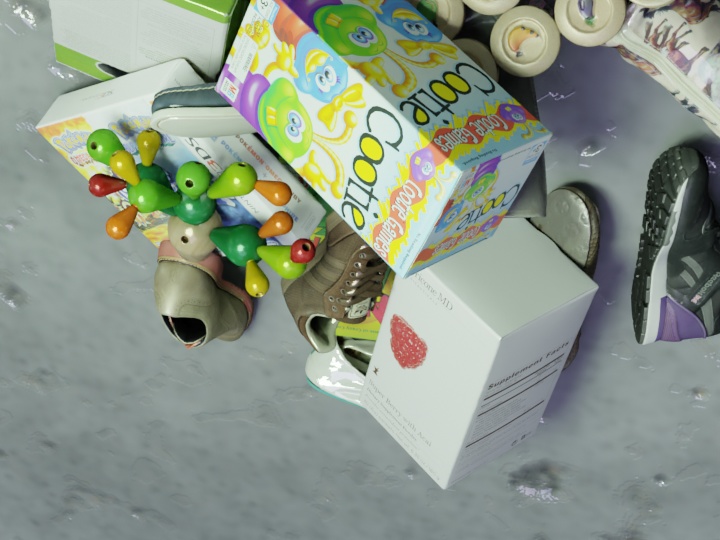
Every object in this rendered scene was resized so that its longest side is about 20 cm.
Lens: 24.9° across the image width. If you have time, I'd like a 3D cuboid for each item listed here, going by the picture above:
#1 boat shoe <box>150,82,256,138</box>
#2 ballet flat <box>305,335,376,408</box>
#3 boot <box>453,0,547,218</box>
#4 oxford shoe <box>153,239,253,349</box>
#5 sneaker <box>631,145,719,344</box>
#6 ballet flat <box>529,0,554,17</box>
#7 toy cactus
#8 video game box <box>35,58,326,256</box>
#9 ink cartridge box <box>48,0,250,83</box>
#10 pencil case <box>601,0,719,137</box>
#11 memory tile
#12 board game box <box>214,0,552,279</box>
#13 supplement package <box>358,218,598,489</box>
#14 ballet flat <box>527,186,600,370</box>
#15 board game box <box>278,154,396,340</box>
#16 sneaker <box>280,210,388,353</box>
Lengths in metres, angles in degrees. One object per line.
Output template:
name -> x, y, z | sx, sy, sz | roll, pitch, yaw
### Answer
boat shoe -> -0.068, -0.141, 1.250 | 0.200, 0.062, 0.075 | -8, 177, -21
ballet flat -> 0.047, 0.113, 1.518 | 0.200, 0.069, 0.069 | 24, 135, -3
boot -> 0.053, -0.137, 1.199 | 0.182, 0.073, 0.200 | 6, 104, 28
oxford shoe -> -0.148, 0.037, 1.459 | 0.070, 0.075, 0.200 | 10, 163, 16
sneaker -> 0.274, -0.023, 1.314 | 0.087, 0.076, 0.200 | 0, 137, 0
ballet flat -> 0.072, -0.148, 1.264 | 0.071, 0.069, 0.200 | 47, 126, 8
toy cactus -> -0.131, -0.036, 1.290 | 0.200, 0.102, 0.165 | 21, 162, 1
video game box -> -0.153, -0.085, 1.362 | 0.200, 0.047, 0.182 | -7, 132, 51
ink cartridge box -> -0.166, -0.210, 1.282 | 0.148, 0.076, 0.200 | 22, 160, -1
pencil case -> 0.256, -0.143, 1.181 | 0.200, 0.090, 0.078 | 38, 133, -15
memory tile -> 0.113, -0.214, 1.130 | 0.200, 0.017, 0.153 | -27, 89, 15
board game box -> 0.013, -0.109, 1.118 | 0.200, 0.105, 0.103 | 45, 133, 19
supplement package -> 0.095, 0.063, 1.378 | 0.121, 0.120, 0.200 | 45, 142, 27
ballet flat -> 0.174, 0.008, 1.387 | 0.067, 0.046, 0.200 | 35, 139, 35
board game box -> -0.007, -0.028, 1.409 | 0.101, 0.048, 0.200 | 7, 133, 13
sneaker -> 0.000, 0.000, 1.326 | 0.070, 0.076, 0.200 | -12, 161, -29
